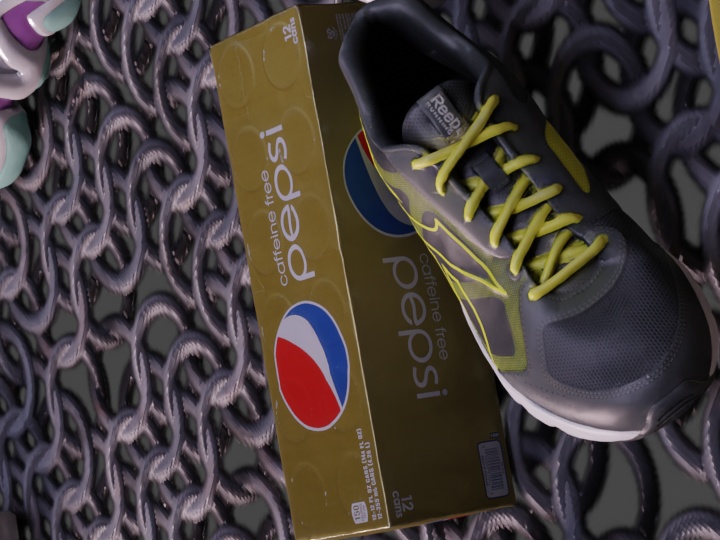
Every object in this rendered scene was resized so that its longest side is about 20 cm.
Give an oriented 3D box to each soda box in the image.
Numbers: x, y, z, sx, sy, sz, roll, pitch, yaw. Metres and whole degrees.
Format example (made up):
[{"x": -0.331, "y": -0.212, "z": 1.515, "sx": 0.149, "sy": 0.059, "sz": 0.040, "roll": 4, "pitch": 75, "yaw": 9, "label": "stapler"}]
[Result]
[{"x": 0.000, "y": 0.000, "z": 1.076, "sx": 0.068, "sy": 0.064, "sz": 0.201, "roll": -17, "pitch": 81, "yaw": 54, "label": "soda box"}]

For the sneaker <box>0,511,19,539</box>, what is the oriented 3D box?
[{"x": -0.242, "y": 0.186, "z": 1.440, "sx": 0.200, "sy": 0.074, "sz": 0.119, "roll": -10, "pitch": 81, "yaw": 53, "label": "sneaker"}]

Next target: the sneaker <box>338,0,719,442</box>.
[{"x": 0.047, "y": -0.020, "z": 0.967, "sx": 0.074, "sy": 0.085, "sz": 0.200, "roll": -41, "pitch": 51, "yaw": 1, "label": "sneaker"}]

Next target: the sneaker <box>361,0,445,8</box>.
[{"x": -0.003, "y": -0.199, "z": 1.038, "sx": 0.105, "sy": 0.075, "sz": 0.201, "roll": -57, "pitch": 46, "yaw": 49, "label": "sneaker"}]

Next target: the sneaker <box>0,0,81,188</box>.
[{"x": -0.208, "y": -0.116, "z": 1.289, "sx": 0.078, "sy": 0.140, "sz": 0.200, "roll": 46, "pitch": 131, "yaw": 41, "label": "sneaker"}]

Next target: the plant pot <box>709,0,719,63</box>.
[{"x": 0.215, "y": -0.067, "z": 0.662, "sx": 0.189, "sy": 0.201, "sz": 0.201, "roll": -20, "pitch": 78, "yaw": 39, "label": "plant pot"}]
